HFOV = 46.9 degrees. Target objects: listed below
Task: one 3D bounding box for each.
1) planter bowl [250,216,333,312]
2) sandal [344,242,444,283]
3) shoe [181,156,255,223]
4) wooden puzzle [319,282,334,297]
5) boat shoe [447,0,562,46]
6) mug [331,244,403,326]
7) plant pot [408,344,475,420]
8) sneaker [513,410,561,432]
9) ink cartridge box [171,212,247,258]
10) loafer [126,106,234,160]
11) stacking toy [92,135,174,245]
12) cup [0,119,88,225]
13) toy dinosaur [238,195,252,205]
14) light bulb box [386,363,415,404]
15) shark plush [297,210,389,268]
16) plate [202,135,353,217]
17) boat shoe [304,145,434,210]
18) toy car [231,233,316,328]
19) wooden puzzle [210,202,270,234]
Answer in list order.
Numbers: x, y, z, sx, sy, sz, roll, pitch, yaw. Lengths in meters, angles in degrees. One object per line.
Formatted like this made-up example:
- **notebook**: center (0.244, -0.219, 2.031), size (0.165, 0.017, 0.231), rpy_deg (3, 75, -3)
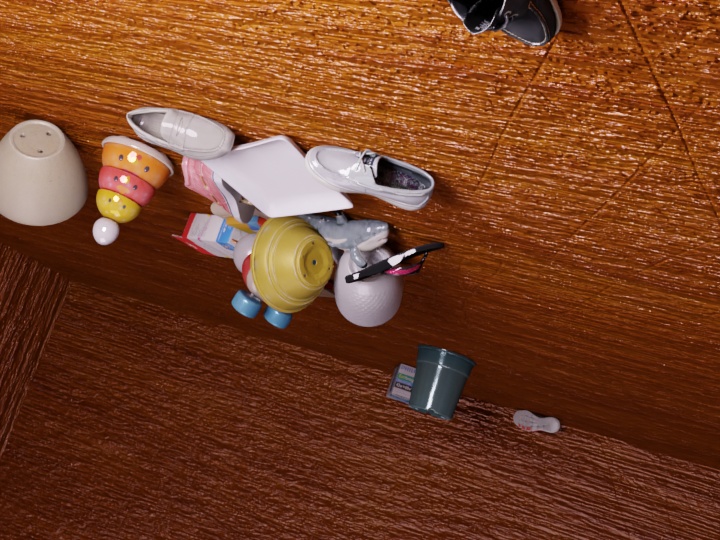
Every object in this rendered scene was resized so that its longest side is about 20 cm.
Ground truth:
- **planter bowl**: center (-0.113, -0.016, 1.629), size (0.083, 0.203, 0.200), rpy_deg (0, 158, 45)
- **sandal**: center (0.068, -0.004, 1.561), size (0.198, 0.046, 0.075), rpy_deg (-23, 172, 4)
- **shoe**: center (-0.264, -0.158, 1.558), size (0.090, 0.072, 0.200), rpy_deg (16, 161, 16)
- **wooden puzzle**: center (-0.166, 0.024, 2.211), size (0.199, 0.047, 0.184), rpy_deg (23, 167, -38)
- **boat shoe**: center (0.105, -0.241, 0.720), size (0.074, 0.067, 0.199), rpy_deg (5, 161, 43)
- **mug**: center (0.000, 0.000, 1.710), size (0.200, 0.147, 0.176), rpy_deg (46, 165, 16)
- **plant pot**: center (0.250, 0.367, 2.675), size (0.198, 0.198, 0.200), rpy_deg (18, 168, 4)
- **sneaker**: center (0.708, 0.611, 3.307), size (0.198, 0.078, 0.082), rpy_deg (10, 171, 34)
- **ink cartridge box**: center (-0.335, -0.080, 1.957), size (0.198, 0.068, 0.116), rpy_deg (9, 163, 37)
- **loafer**: center (-0.291, -0.222, 1.327), size (0.198, 0.071, 0.070), rpy_deg (12, 174, 28)
- **stacking toy**: center (-0.452, -0.141, 1.583), size (0.144, 0.202, 0.146), rpy_deg (17, 167, 4)
- **cup**: center (-0.641, -0.211, 1.645), size (0.198, 0.202, 0.144), rpy_deg (20, 142, -6)
- **toy dinosaur**: center (-0.169, -0.135, 1.537), size (0.100, 0.059, 0.200), rpy_deg (17, 167, 1)
- **light bulb box**: center (0.218, 0.461, 3.253), size (0.196, 0.126, 0.200), rpy_deg (19, 168, 0)
- **shark plush**: center (-0.034, -0.092, 1.588), size (0.199, 0.091, 0.084), rpy_deg (30, 147, 23)
- **plate**: center (-0.137, -0.159, 1.382), size (0.198, 0.033, 0.199), rpy_deg (-4, 150, 37)
- **boat shoe**: center (0.017, -0.149, 1.230), size (0.198, 0.071, 0.072), rpy_deg (17, 156, -8)
- **toy car**: center (-0.203, -0.014, 1.793), size (0.176, 0.185, 0.200), rpy_deg (23, -165, -45)
- **wooden puzzle**: center (-0.207, -0.093, 1.800), size (0.199, 0.038, 0.184), rpy_deg (29, 164, -36)
